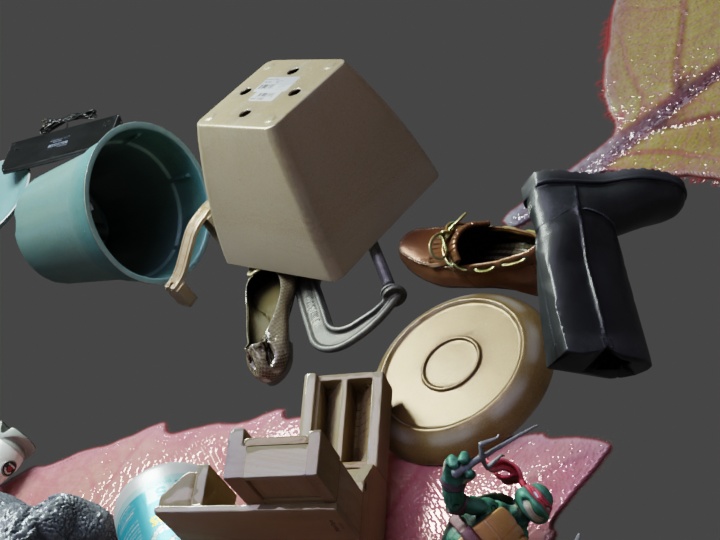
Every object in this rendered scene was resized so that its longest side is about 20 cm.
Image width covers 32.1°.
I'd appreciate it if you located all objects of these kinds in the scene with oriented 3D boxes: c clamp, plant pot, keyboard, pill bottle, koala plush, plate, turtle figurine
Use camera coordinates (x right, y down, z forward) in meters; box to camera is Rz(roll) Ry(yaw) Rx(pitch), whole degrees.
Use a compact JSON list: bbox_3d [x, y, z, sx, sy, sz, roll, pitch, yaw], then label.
[{"bbox_3d":[0.000,0.000,1.385,0.170,0.027,0.201,-28,38,12],"label":"c clamp"},{"bbox_3d":[-0.327,-0.068,1.594,0.195,0.200,0.201,-12,44,41],"label":"plant pot"},{"bbox_3d":[0.092,0.096,1.214,0.199,0.028,0.201,-22,40,19],"label":"plant pot"},{"bbox_3d":[-0.461,-0.206,1.947,0.198,0.021,0.128,-11,42,18],"label":"keyboard"},{"bbox_3d":[-0.068,-0.128,1.414,0.199,0.178,0.200,9,46,45],"label":"plant pot"},{"bbox_3d":[-0.159,0.279,1.157,0.110,0.111,0.200,-35,38,3],"label":"pill bottle"},{"bbox_3d":[-0.358,0.286,1.273,0.184,0.178,0.199,-41,36,-24],"label":"koala plush"},{"bbox_3d":[-0.588,-0.094,1.946,0.199,0.026,0.201,-22,40,20],"label":"plate"},{"bbox_3d":[0.102,0.229,1.018,0.200,0.101,0.150,-42,79,-4],"label":"turtle figurine"}]

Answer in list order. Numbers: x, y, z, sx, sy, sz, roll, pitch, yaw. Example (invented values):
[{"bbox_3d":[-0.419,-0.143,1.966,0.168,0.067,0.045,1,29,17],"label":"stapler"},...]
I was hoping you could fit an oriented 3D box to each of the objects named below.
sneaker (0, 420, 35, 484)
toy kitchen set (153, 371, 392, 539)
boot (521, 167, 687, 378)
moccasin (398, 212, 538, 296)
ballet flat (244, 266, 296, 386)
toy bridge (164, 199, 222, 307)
[{"bbox_3d":[-0.484,0.214,1.508,0.199,0.074,0.089,9,55,44],"label":"sneaker"},{"bbox_3d":[-0.078,0.147,1.107,0.162,0.200,0.182,-5,57,15],"label":"toy kitchen set"},{"bbox_3d":[0.240,0.002,1.152,0.163,0.066,0.201,-1,53,-5],"label":"boot"},{"bbox_3d":[0.113,-0.020,1.272,0.201,0.078,0.074,16,60,50],"label":"moccasin"},{"bbox_3d":[-0.108,0.044,1.402,0.067,0.046,0.201,-36,36,27],"label":"ballet flat"},{"bbox_3d":[-0.176,-0.053,1.545,0.027,0.067,0.200,15,62,46],"label":"toy bridge"}]
